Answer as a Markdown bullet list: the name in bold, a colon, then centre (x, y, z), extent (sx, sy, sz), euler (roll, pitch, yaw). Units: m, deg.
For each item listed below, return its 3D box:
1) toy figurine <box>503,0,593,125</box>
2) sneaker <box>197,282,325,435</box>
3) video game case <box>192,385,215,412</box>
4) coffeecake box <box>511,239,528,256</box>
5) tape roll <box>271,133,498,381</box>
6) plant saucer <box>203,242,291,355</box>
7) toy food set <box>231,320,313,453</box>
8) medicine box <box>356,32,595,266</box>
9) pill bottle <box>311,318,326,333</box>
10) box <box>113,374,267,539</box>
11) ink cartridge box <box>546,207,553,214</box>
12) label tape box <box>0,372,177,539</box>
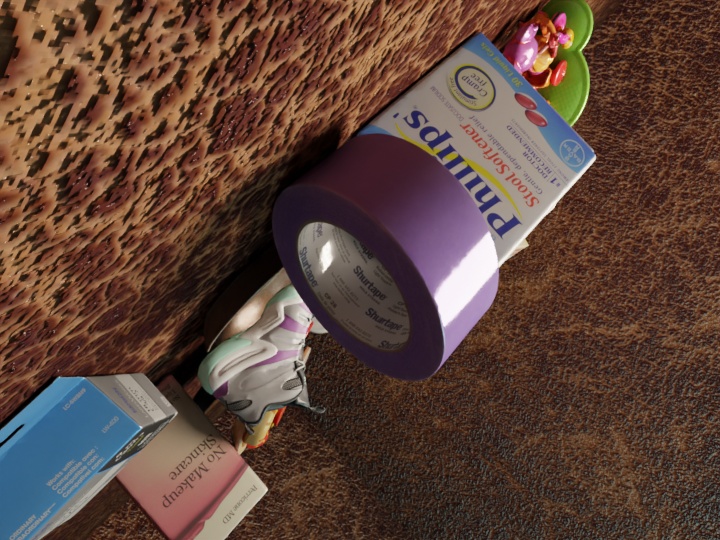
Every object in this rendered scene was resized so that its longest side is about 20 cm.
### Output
- **toy figurine**: centre (0.221, -0.266, 0.726), extent (0.183, 0.148, 0.204), euler (-25, 141, -53)
- **sneaker**: centre (-0.081, 0.107, 0.661), extent (0.199, 0.140, 0.078), euler (-42, 177, -22)
- **video game case**: centre (-0.218, 0.156, 0.866), extent (0.200, 0.025, 0.182), euler (-47, -169, 41)
- **coffeecake box**: centre (0.151, -0.013, 0.863), extent (0.198, 0.074, 0.152), euler (-36, 167, 25)
- **tape roll**: centre (0.017, -0.008, 0.485), extent (0.085, 0.201, 0.200), euler (-40, 176, -30)
- **plant saucer**: centre (-0.116, 0.018, 0.653), extent (0.200, 0.035, 0.200), euler (-44, 177, -3)
- **toy food set**: centre (-0.121, 0.164, 0.774), extent (0.202, 0.048, 0.201), euler (111, 4, -53)
- **medicine box**: centre (0.109, -0.106, 0.575), extent (0.200, 0.183, 0.103), euler (-43, 177, -22)
- **pill bottle**: centre (-0.087, 0.079, 1.193), extent (0.114, 0.115, 0.200), euler (-43, 177, -6)
- **box**: centre (-0.237, 0.262, 0.718), extent (0.128, 0.201, 0.109), euler (-42, 179, -31)
- **ink cartridge box**: centre (0.133, -0.110, 0.711), extent (0.146, 0.201, 0.083), euler (-44, 177, 16)
- **label tape box**: centre (-0.248, 0.160, 0.462), extent (0.144, 0.063, 0.200), euler (-45, 178, -11)
